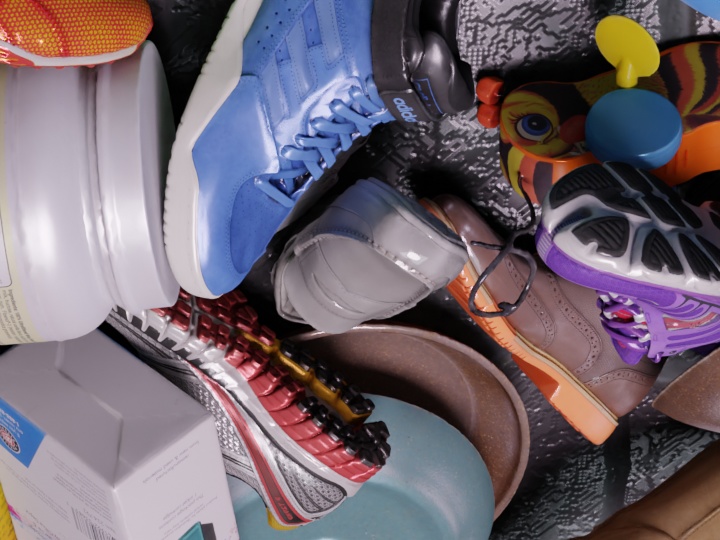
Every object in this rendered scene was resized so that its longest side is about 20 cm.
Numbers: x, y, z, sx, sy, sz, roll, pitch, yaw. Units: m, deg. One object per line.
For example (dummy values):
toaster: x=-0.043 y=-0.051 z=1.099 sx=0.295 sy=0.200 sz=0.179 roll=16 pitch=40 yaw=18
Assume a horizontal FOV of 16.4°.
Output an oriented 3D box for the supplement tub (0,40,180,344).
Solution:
supplement tub: x=-0.189 y=-0.036 z=1.144 sx=0.199 sy=0.145 sz=0.145 roll=-5 pitch=132 yaw=4

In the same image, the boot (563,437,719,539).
boot: x=0.174 y=0.142 z=1.398 sx=0.200 sy=0.175 sz=0.066 roll=-33 pitch=97 yaw=-22

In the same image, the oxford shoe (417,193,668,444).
oxford shoe: x=0.095 y=0.011 z=1.315 sx=0.073 sy=0.071 sz=0.200 roll=-42 pitch=133 yaw=2

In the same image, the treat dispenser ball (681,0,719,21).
treat dispenser ball: x=0.193 y=-0.198 z=1.053 sx=0.200 sy=0.201 sz=0.202 roll=-5 pitch=131 yaw=-6

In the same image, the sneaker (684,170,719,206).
sneaker: x=0.229 y=-0.027 z=1.282 sx=0.076 sy=0.091 sz=0.200 roll=17 pitch=127 yaw=-26

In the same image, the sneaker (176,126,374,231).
sneaker: x=-0.034 y=-0.074 z=1.222 sx=0.200 sy=0.075 sz=0.082 roll=-40 pitch=161 yaw=17

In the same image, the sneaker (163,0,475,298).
sneaker: x=-0.011 y=-0.074 z=1.125 sx=0.111 sy=0.201 sz=0.077 roll=17 pitch=172 yaw=21

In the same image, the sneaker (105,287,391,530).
sneaker: x=-0.084 y=0.056 z=1.260 sx=0.200 sy=0.078 sz=0.082 roll=42 pitch=114 yaw=0

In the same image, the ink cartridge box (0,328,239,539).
ink cartridge box: x=-0.121 y=0.131 z=1.269 sx=0.067 sy=0.116 sz=0.201 roll=-37 pitch=141 yaw=-27

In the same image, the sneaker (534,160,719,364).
sneaker: x=0.140 y=0.010 z=1.181 sx=0.083 sy=0.081 sz=0.200 roll=-48 pitch=148 yaw=17

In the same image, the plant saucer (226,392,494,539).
plant saucer: x=-0.022 y=0.151 z=1.359 sx=0.199 sy=0.036 sz=0.201 roll=-5 pitch=131 yaw=-5

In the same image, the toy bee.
toy bee: x=0.112 y=-0.072 z=1.226 sx=0.199 sy=0.109 sz=0.131 roll=-13 pitch=137 yaw=-36

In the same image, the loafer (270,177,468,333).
loafer: x=0.000 y=0.000 z=1.200 sx=0.070 sy=0.200 sz=0.070 roll=37 pitch=81 yaw=-7

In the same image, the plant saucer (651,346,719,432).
plant saucer: x=0.247 y=0.035 z=1.297 sx=0.200 sy=0.037 sz=0.200 roll=-28 pitch=168 yaw=-7

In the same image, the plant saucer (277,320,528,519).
plant saucer: x=-0.008 y=0.094 z=1.368 sx=0.199 sy=0.037 sz=0.201 roll=-5 pitch=131 yaw=-6

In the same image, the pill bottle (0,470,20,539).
pill bottle: x=-0.235 y=0.107 z=1.297 sx=0.109 sy=0.110 sz=0.201 roll=-9 pitch=131 yaw=-3

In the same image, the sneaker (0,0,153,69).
sneaker: x=-0.174 y=-0.141 z=1.059 sx=0.199 sy=0.073 sz=0.077 roll=18 pitch=115 yaw=-28
